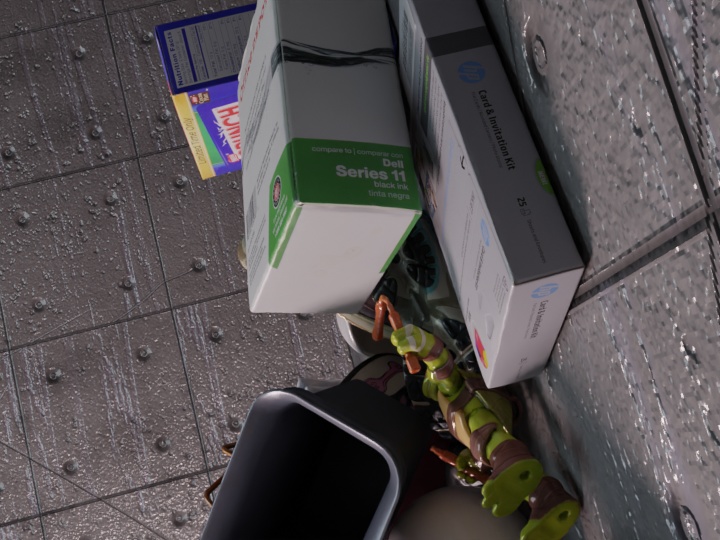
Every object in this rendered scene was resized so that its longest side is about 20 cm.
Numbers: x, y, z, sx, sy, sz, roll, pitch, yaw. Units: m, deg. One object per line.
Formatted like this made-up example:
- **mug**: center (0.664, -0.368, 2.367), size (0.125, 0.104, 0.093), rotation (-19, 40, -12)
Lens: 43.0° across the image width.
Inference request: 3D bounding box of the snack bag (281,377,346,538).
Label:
- **snack bag**: center (-0.016, 0.193, 0.869), size (0.200, 0.021, 0.189), rotation (8, -87, -56)

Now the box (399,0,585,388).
- **box**: center (0.067, -0.051, 0.538), size (0.156, 0.041, 0.200), rotation (84, 172, -64)

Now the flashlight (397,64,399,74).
- **flashlight**: center (0.019, -0.106, 0.824), size (0.068, 0.068, 0.200), rotation (29, 157, 21)

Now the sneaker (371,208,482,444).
- **sneaker**: center (0.068, 0.036, 0.712), size (0.200, 0.077, 0.086), rotation (68, -154, -7)

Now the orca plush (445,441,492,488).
- **orca plush**: center (0.092, 0.223, 0.845), size (0.200, 0.071, 0.105), rotation (82, 172, -52)

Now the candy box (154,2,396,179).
- **candy box**: center (-0.073, -0.174, 0.847), size (0.169, 0.200, 0.077), rotation (90, 165, -72)

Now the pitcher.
- **pitcher**: center (0.061, 0.239, 0.666), size (0.200, 0.171, 0.122), rotation (-165, 56, -84)

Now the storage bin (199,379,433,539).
- **storage bin**: center (-0.033, 0.178, 0.709), size (0.134, 0.145, 0.200), rotation (-15, -51, -65)

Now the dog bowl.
- **dog bowl**: center (0.034, 0.183, 0.855), size (0.074, 0.200, 0.201), rotation (12, 128, 34)

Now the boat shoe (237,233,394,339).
- **boat shoe**: center (0.000, 0.000, 0.757), size (0.072, 0.200, 0.065), rotation (-85, 22, -53)

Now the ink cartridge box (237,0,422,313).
- **ink cartridge box**: center (-0.031, -0.089, 0.628), size (0.147, 0.083, 0.200), rotation (120, 147, -57)

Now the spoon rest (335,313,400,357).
- **spoon rest**: center (0.031, 0.054, 0.915), size (0.200, 0.060, 0.100), rotation (47, -132, -57)

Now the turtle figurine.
- **turtle figurine**: center (0.083, 0.109, 0.611), size (0.200, 0.064, 0.161), rotation (65, 173, -35)
